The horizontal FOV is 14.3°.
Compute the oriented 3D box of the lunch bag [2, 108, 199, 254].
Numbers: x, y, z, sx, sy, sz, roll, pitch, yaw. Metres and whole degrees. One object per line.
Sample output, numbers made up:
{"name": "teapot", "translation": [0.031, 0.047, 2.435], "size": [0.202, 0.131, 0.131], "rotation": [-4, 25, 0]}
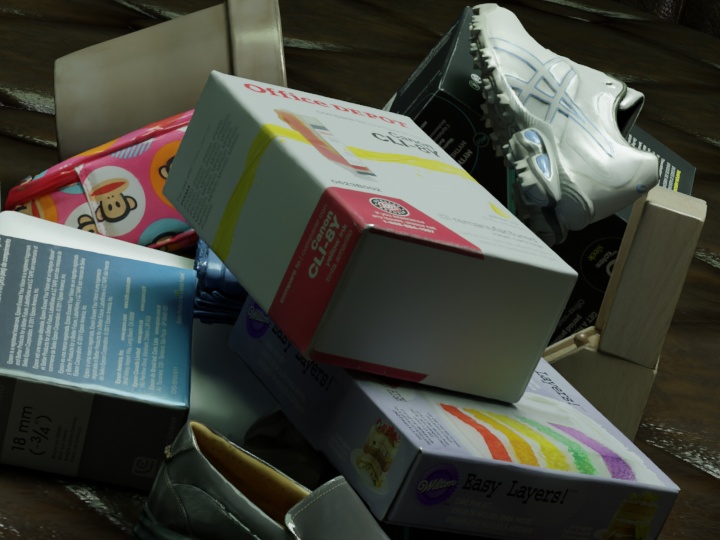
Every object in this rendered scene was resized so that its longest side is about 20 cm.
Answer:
{"name": "lunch bag", "translation": [-0.133, -0.045, 1.886], "size": [0.199, 0.082, 0.176], "rotation": [-19, -4, -11]}

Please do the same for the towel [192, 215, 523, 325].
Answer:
{"name": "towel", "translation": [0.000, 0.000, 1.705], "size": [0.199, 0.049, 0.112], "rotation": [4, 33, 0]}

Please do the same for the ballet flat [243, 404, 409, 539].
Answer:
{"name": "ballet flat", "translation": [-0.027, 0.104, 1.569], "size": [0.068, 0.068, 0.200], "rotation": [-2, 16, -12]}

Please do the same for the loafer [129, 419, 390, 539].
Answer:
{"name": "loafer", "translation": [-0.021, 0.136, 1.409], "size": [0.200, 0.073, 0.073], "rotation": [18, 13, 20]}

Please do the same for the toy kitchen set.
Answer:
{"name": "toy kitchen set", "translation": [0.100, 0.010, 1.834], "size": [0.199, 0.181, 0.163], "rotation": [18, 12, 4]}

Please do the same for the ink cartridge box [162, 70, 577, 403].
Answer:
{"name": "ink cartridge box", "translation": [0.001, -0.021, 1.552], "size": [0.145, 0.084, 0.200], "rotation": [12, 21, -34]}

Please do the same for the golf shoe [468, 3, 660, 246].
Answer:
{"name": "golf shoe", "translation": [0.126, -0.099, 1.786], "size": [0.097, 0.078, 0.200], "rotation": [-17, 47, -2]}

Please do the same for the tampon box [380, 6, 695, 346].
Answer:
{"name": "tampon box", "translation": [0.102, -0.047, 1.945], "size": [0.200, 0.150, 0.126], "rotation": [35, 33, -10]}

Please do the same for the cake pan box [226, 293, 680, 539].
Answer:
{"name": "cake pan box", "translation": [0.047, 0.077, 1.547], "size": [0.184, 0.052, 0.200], "rotation": [14, 19, -35]}

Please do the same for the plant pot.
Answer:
{"name": "plant pot", "translation": [-0.140, -0.108, 2.158], "size": [0.173, 0.201, 0.200], "rotation": [-4, 14, -2]}

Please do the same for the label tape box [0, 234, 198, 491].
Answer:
{"name": "label tape box", "translation": [-0.195, 0.042, 1.588], "size": [0.199, 0.063, 0.144], "rotation": [11, 30, -7]}

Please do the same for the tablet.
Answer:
{"name": "tablet", "translation": [-0.129, 0.036, 1.690], "size": [0.199, 0.014, 0.130], "rotation": [15, 49, -6]}
